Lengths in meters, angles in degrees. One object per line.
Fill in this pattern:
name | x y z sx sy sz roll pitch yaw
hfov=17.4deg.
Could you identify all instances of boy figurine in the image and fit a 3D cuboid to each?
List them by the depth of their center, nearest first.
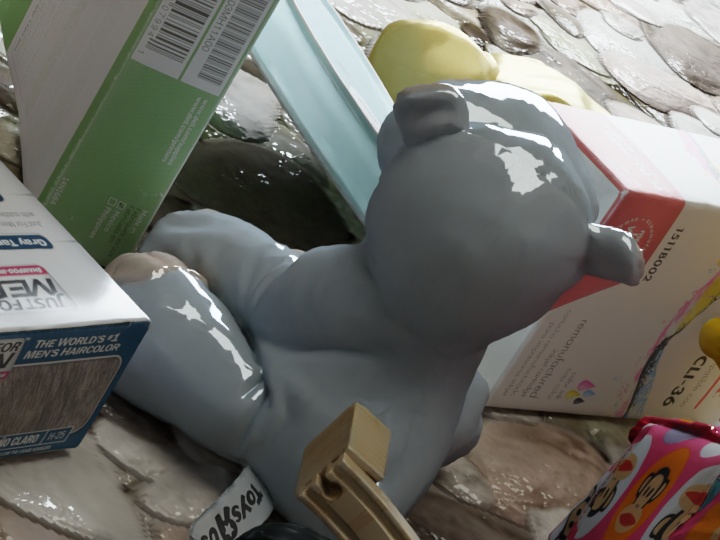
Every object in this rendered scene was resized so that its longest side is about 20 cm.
boy figurine | 0.093 -0.066 1.196 0.200 0.064 0.124 21 26 -23

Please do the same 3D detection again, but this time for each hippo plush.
hippo plush | 0.000 0.000 0.824 0.159 0.161 0.200 31 23 -4

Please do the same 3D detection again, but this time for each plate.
plate | -0.013 -0.084 1.032 0.200 0.026 0.200 57 8 -12

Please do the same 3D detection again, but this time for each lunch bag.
lunch bag | 0.156 0.132 0.784 0.176 0.082 0.200 41 -3 -6

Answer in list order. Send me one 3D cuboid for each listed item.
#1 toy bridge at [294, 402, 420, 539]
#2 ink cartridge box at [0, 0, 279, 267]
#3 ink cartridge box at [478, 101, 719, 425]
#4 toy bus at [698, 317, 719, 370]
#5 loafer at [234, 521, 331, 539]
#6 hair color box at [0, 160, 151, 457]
toy bridge | 0.056 0.129 0.740 0.200 0.027 0.067 45 20 -14
ink cartridge box | -0.093 -0.113 0.953 0.048 0.146 0.200 22 25 -22
ink cartridge box | 0.133 0.003 1.040 0.200 0.117 0.068 7 34 -44
toy bus | 0.234 0.076 0.990 0.200 0.192 0.136 51 -10 -26
loafer | 0.026 0.159 0.680 0.200 0.073 0.072 32 44 9
hair color box | -0.173 -0.022 0.782 0.200 0.061 0.100 44 26 27
